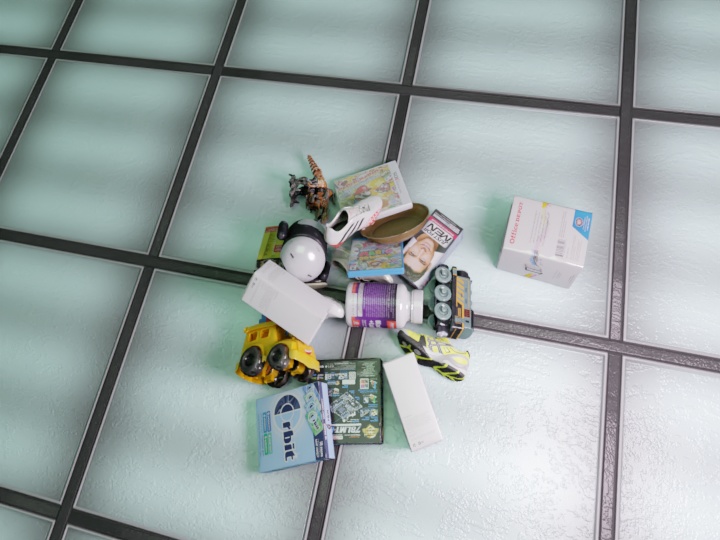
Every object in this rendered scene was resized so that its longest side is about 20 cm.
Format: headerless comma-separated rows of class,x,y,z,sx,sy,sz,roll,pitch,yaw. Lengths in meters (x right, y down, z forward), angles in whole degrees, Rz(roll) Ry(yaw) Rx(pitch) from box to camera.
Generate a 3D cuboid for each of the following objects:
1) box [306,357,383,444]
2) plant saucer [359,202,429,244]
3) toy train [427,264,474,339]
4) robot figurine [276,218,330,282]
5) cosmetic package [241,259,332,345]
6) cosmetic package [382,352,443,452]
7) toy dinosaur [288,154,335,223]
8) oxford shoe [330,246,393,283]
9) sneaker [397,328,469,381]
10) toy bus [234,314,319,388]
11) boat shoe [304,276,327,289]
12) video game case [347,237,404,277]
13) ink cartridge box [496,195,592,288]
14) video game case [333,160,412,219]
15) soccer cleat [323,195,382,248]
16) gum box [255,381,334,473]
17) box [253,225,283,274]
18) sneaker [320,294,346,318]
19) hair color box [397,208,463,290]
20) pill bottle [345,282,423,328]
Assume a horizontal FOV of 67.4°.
box,-0.039,0.324,1.338,0.192,0.050,0.206,-4,71,9
plant saucer,0.094,-0.121,1.447,0.193,0.036,0.202,-15,28,8
toy train,0.231,0.079,1.365,0.110,0.086,0.206,11,55,-6
robot figurine,-0.147,-0.055,1.411,0.144,0.129,0.202,6,28,-2
cosmetic package,-0.174,0.074,1.304,0.197,0.108,0.086,35,111,1
cosmetic package,0.121,0.309,1.271,0.082,0.108,0.207,-18,76,1
toy dinosaur,-0.140,-0.230,1.554,0.130,0.104,0.205,-5,50,-10
oxford shoe,0.000,0.000,1.441,0.195,0.076,0.059,26,68,24
sneaker,0.182,0.199,1.350,0.196,0.076,0.077,30,60,11
toy bus,-0.202,0.179,1.357,0.194,0.135,0.198,-15,57,27
boat shoe,-0.183,0.023,1.458,0.193,0.074,0.066,-1,77,12
video game case,0.041,-0.039,1.384,0.137,0.018,0.202,-4,26,5
ink cartridge box,0.458,-0.070,1.362,0.193,0.145,0.152,16,71,13
video game case,0.031,-0.215,1.517,0.193,0.023,0.186,-18,51,2
soccer cleat,-0.017,-0.140,1.404,0.198,0.086,0.069,-39,64,-19
gum box,-0.161,0.379,1.301,0.195,0.044,0.176,-21,64,24
box,-0.234,-0.043,1.456,0.072,0.051,0.203,-4,39,7
sneaker,-0.121,0.113,1.410,0.195,0.077,0.103,7,84,36
hair color box,0.179,-0.052,1.441,0.098,0.061,0.201,36,79,19
pill bottle,0.063,0.089,1.378,0.192,0.112,0.116,1,69,9
